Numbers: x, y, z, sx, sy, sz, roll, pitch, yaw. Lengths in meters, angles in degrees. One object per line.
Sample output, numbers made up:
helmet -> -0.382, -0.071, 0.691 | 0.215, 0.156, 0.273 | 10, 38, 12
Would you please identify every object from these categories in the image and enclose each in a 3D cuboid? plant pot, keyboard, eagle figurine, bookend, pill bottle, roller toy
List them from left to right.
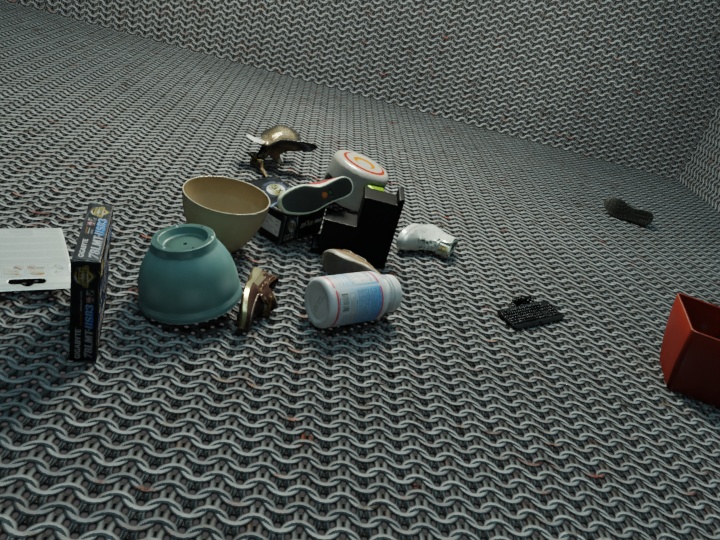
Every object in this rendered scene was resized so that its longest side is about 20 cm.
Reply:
plant pot -> -0.335, -0.007, 1.192 | 0.200, 0.134, 0.200 | 1, 29, -1
plant pot -> -0.322, -0.119, 1.445 | 0.200, 0.135, 0.200 | 13, 28, -7
eagle figurine -> -0.259, -0.395, 1.968 | 0.152, 0.200, 0.151 | 54, -9, 3
roller toy -> -0.020, -0.267, 1.875 | 0.182, 0.140, 0.200 | 25, 25, -7
pill bottle -> -0.011, 0.059, 1.324 | 0.200, 0.109, 0.109 | -6, 35, -37
bookend -> -0.009, -0.128, 1.567 | 0.200, 0.199, 0.092 | 13, 28, -5
keyboard -> 0.431, 0.096, 1.577 | 0.200, 0.040, 0.104 | -6, 36, -38
plant pot -> 0.821, 0.200, 1.456 | 0.200, 0.177, 0.200 | 20, 28, 8

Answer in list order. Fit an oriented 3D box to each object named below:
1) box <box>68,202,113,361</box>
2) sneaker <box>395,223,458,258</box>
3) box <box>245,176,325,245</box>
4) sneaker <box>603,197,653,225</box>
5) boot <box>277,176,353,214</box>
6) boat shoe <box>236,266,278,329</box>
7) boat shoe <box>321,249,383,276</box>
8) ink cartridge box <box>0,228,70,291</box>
box -> -0.460, 0.017, 1.056 | 0.050, 0.199, 0.200 | 4, 31, -19
sneaker -> 0.196, -0.080, 1.727 | 0.115, 0.074, 0.200 | 32, 30, 31
box -> -0.222, -0.163, 1.632 | 0.200, 0.086, 0.164 | 32, 31, 26
sneaker -> 1.092, -0.241, 2.536 | 0.200, 0.076, 0.088 | 25, 14, 8
boot -> -0.134, -0.192, 1.587 | 0.200, 0.073, 0.144 | -19, 14, -23
boat shoe -> -0.204, 0.058, 1.264 | 0.072, 0.072, 0.200 | 15, 23, -6
boat shoe -> 0.000, 0.000, 1.476 | 0.200, 0.076, 0.072 | 33, 30, 24
ink cartridge box -> -0.643, -0.010, 1.176 | 0.160, 0.047, 0.200 | -3, 39, -33
